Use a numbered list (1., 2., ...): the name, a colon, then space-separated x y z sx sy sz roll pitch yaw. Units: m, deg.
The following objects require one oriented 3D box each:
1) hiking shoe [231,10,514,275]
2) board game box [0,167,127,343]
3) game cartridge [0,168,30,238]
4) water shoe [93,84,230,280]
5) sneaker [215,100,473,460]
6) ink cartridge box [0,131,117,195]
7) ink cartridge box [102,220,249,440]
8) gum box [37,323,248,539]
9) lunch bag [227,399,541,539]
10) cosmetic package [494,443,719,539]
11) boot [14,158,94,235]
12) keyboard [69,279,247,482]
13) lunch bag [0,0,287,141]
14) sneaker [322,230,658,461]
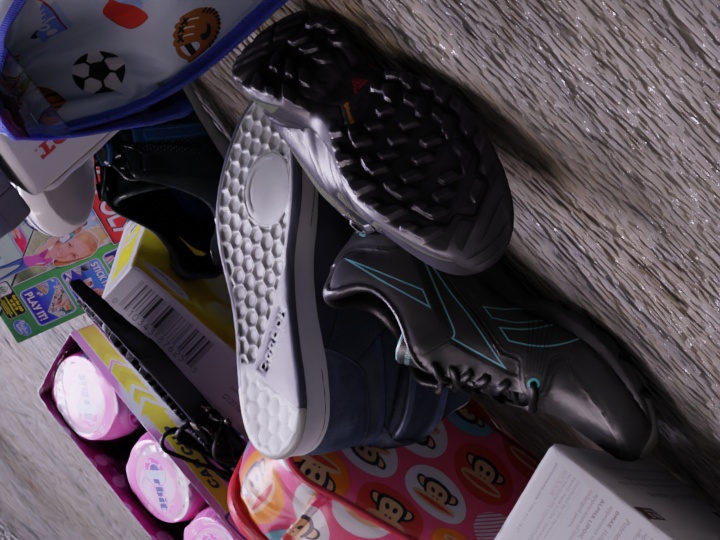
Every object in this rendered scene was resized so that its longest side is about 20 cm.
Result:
1. hiking shoe: 0.021 -0.053 1.435 0.200 0.076 0.101 45 175 41
2. board game box: -0.208 -0.049 1.898 0.029 0.134 0.200 -110 -5 -45
3. game cartridge: -0.261 -0.092 1.607 0.130 0.038 0.200 51 169 -26
4. water shoe: -0.132 -0.080 1.694 0.071 0.079 0.200 -26 119 33
5. sneaker: -0.001 0.001 1.588 0.077 0.146 0.204 -9 83 51
6. ink cartridge box: -0.187 -0.165 1.540 0.084 0.145 0.200 30 157 49
7. ink cartridge box: -0.070 0.040 1.801 0.197 0.047 0.200 40 -162 -12
8. gum box: -0.096 0.115 1.817 0.200 0.113 0.066 49 132 20
9. lunch bag: 0.032 0.127 1.656 0.200 0.176 0.082 36 126 -7
10. cosmetic package: 0.174 0.177 1.471 0.200 0.081 0.113 36 -166 28
11. boot: -0.224 -0.088 1.741 0.073 0.090 0.201 39 -152 -47
12. keyboard: -0.112 0.082 1.669 0.104 0.040 0.200 37 171 31
13. lunch bag: -0.128 -0.139 1.352 0.124 0.200 0.170 55 161 -27
14. sneaker: 0.068 0.042 1.501 0.200 0.079 0.076 40 161 19
